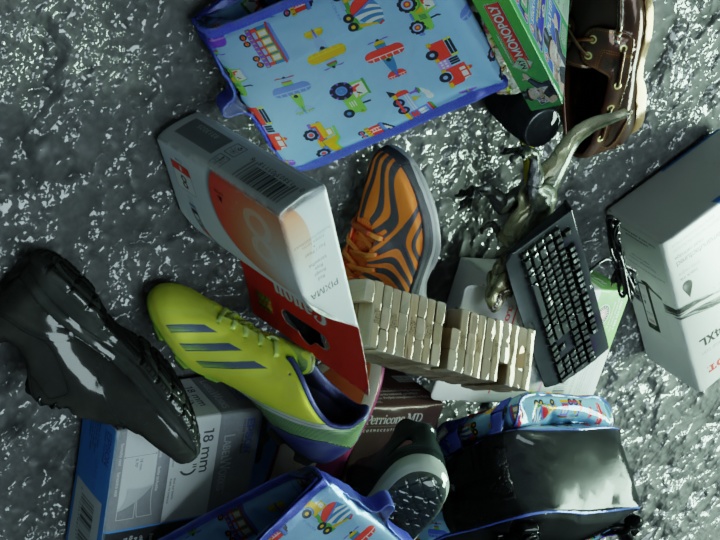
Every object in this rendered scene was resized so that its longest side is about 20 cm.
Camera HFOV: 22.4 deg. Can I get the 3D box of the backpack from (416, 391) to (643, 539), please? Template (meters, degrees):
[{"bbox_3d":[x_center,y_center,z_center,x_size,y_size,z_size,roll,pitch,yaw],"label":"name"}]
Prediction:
[{"bbox_3d":[0.127,0.202,1.649,0.182,0.135,0.200,4,157,-42],"label":"backpack"}]

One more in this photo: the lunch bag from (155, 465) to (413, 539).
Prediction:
[{"bbox_3d":[-0.052,0.234,1.433,0.200,0.094,0.151,-37,127,13],"label":"lunch bag"}]

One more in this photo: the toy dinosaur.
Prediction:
[{"bbox_3d":[0.136,-0.065,1.501,0.088,0.047,0.201,22,106,-38],"label":"toy dinosaur"}]

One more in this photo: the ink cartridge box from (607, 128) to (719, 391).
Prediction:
[{"bbox_3d":[0.331,-0.008,1.727,0.146,0.084,0.201,-36,131,-15],"label":"ink cartridge box"}]

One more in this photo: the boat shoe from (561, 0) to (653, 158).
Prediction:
[{"bbox_3d":[0.202,-0.185,1.534,0.070,0.070,0.201,-28,129,-27],"label":"boat shoe"}]

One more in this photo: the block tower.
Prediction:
[{"bbox_3d":[0.055,0.056,1.470,0.199,0.054,0.058,19,72,-41],"label":"block tower"}]

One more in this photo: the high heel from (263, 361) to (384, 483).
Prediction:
[{"bbox_3d":[-0.034,0.145,1.513,0.200,0.067,0.096,-55,164,3],"label":"high heel"}]

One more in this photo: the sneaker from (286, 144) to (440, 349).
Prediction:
[{"bbox_3d":[0.000,0.000,1.484,0.112,0.078,0.201,-19,125,-29],"label":"sneaker"}]

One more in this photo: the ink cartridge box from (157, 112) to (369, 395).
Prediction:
[{"bbox_3d":[-0.073,-0.004,1.369,0.050,0.162,0.201,-31,131,-26],"label":"ink cartridge box"}]

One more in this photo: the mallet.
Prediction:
[{"bbox_3d":[0.143,-0.086,1.578,0.041,0.066,0.201,-29,144,-14],"label":"mallet"}]

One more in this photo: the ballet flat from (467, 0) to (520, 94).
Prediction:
[{"bbox_3d":[0.095,-0.218,1.441,0.064,0.076,0.201,-14,125,11],"label":"ballet flat"}]

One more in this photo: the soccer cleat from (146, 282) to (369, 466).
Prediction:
[{"bbox_3d":[-0.077,0.069,1.418,0.200,0.065,0.084,41,127,-8],"label":"soccer cleat"}]

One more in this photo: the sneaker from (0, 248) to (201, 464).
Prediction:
[{"bbox_3d":[-0.200,0.078,1.364,0.091,0.076,0.200,-41,104,5],"label":"sneaker"}]

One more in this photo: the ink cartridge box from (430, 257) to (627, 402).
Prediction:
[{"bbox_3d":[0.134,0.053,1.624,0.199,0.067,0.118,4,112,-39],"label":"ink cartridge box"}]

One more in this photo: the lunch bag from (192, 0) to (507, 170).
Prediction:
[{"bbox_3d":[-0.016,-0.164,1.351,0.199,0.094,0.151,-29,131,6],"label":"lunch bag"}]

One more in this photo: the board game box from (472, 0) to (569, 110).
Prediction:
[{"bbox_3d":[0.124,-0.240,1.381,0.029,0.201,0.135,-12,137,24],"label":"board game box"}]

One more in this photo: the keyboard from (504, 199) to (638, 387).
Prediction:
[{"bbox_3d":[0.189,0.013,1.564,0.127,0.021,0.200,-41,142,-14],"label":"keyboard"}]

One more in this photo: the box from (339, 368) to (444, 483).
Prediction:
[{"bbox_3d":[-0.011,0.189,1.585,0.100,0.075,0.201,1,113,-44],"label":"box"}]

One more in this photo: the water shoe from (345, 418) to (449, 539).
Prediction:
[{"bbox_3d":[0.009,0.203,1.504,0.071,0.079,0.200,27,127,-23],"label":"water shoe"}]

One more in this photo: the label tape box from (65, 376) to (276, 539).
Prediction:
[{"bbox_3d":[-0.132,0.163,1.488,0.199,0.063,0.145,-6,119,-34],"label":"label tape box"}]
